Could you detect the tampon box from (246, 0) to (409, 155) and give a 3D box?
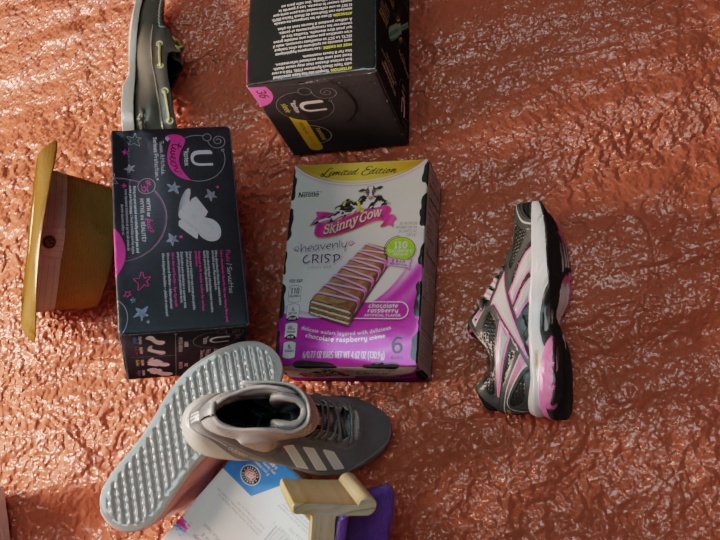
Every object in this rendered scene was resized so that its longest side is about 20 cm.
[{"bbox_3d":[-0.027,-0.237,0.964,0.126,0.150,0.201,-4,69,14],"label":"tampon box"}]

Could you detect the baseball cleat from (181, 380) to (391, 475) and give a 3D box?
[{"bbox_3d":[-0.042,0.130,0.806,0.106,0.199,0.070,-29,63,52],"label":"baseball cleat"}]

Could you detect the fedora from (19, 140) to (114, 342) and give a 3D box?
[{"bbox_3d":[-0.288,-0.026,0.977,0.082,0.201,0.201,6,68,-20],"label":"fedora"}]

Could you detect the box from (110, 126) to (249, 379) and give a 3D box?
[{"bbox_3d":[-0.169,-0.015,0.922,0.114,0.132,0.201,-3,67,-11],"label":"box"}]

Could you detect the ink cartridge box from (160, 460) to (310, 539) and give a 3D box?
[{"bbox_3d":[-0.110,0.259,0.852,0.116,0.067,0.200,39,84,24],"label":"ink cartridge box"}]

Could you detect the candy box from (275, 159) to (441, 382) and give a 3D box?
[{"bbox_3d":[0.000,0.000,0.919,0.136,0.061,0.201,-2,70,16],"label":"candy box"}]

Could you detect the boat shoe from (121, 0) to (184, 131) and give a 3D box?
[{"bbox_3d":[-0.220,-0.217,1.058,0.060,0.072,0.202,1,62,-6],"label":"boat shoe"}]

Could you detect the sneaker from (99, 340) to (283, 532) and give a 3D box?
[{"bbox_3d":[-0.147,0.148,0.885,0.075,0.105,0.200,40,79,8],"label":"sneaker"}]

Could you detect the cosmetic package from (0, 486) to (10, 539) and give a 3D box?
[{"bbox_3d":[-0.437,0.280,0.930,0.199,0.081,0.113,-20,68,7],"label":"cosmetic package"}]

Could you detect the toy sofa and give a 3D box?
[{"bbox_3d":[-0.017,0.266,0.770,0.097,0.083,0.201,4,91,-10],"label":"toy sofa"}]

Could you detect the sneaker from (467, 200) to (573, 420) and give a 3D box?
[{"bbox_3d":[0.134,0.032,0.864,0.086,0.080,0.201,-7,63,25],"label":"sneaker"}]
